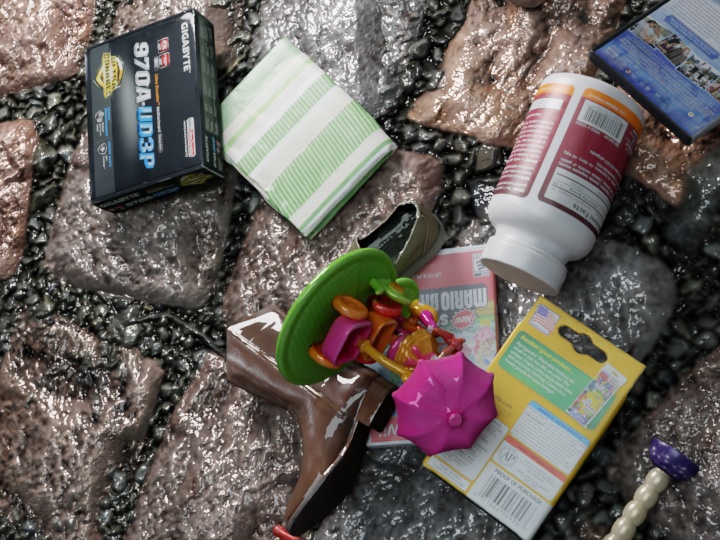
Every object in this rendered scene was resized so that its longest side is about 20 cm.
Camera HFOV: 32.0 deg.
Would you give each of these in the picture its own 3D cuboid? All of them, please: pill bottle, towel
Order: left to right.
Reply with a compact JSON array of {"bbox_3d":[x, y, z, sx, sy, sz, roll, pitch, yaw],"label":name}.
[{"bbox_3d":[-0.072,-0.148,1.403,0.153,0.023,0.200,-46,65,0],"label":"towel"},{"bbox_3d":[0.195,-0.084,1.247,0.112,0.113,0.201,22,81,22],"label":"pill bottle"}]

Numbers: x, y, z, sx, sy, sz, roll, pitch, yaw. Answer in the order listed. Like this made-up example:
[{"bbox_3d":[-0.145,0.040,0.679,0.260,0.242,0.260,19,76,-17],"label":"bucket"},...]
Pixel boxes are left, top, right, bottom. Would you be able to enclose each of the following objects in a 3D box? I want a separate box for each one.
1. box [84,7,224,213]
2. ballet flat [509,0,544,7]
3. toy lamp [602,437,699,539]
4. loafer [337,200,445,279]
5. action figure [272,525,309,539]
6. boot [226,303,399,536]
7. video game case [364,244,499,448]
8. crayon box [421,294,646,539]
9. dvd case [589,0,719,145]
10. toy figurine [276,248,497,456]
[{"bbox_3d":[-0.239,-0.181,1.441,0.158,0.046,0.202,-14,70,24],"label":"box"},{"bbox_3d":[0.124,-0.356,1.377,0.199,0.067,0.068,29,84,24],"label":"ballet flat"},{"bbox_3d":[0.235,0.251,1.165,0.058,0.058,0.201,34,84,24],"label":"toy lamp"},{"bbox_3d":[0.000,0.000,1.280,0.075,0.070,0.200,36,76,33],"label":"loafer"},{"bbox_3d":[-0.005,0.317,1.214,0.199,0.099,0.065,12,57,45],"label":"action figure"},{"bbox_3d":[-0.082,0.146,1.287,0.199,0.064,0.187,29,76,27],"label":"boot"},{"bbox_3d":[0.072,0.077,1.289,0.142,0.017,0.202,-6,73,16],"label":"video game case"},{"bbox_3d":[0.167,0.143,1.208,0.125,0.052,0.201,34,84,14],"label":"crayon box"},{"bbox_3d":[0.348,-0.223,1.255,0.199,0.018,0.143,-35,63,-16],"label":"dvd case"},{"bbox_3d":[0.052,0.092,1.161,0.184,0.199,0.151,38,110,29],"label":"toy figurine"}]
